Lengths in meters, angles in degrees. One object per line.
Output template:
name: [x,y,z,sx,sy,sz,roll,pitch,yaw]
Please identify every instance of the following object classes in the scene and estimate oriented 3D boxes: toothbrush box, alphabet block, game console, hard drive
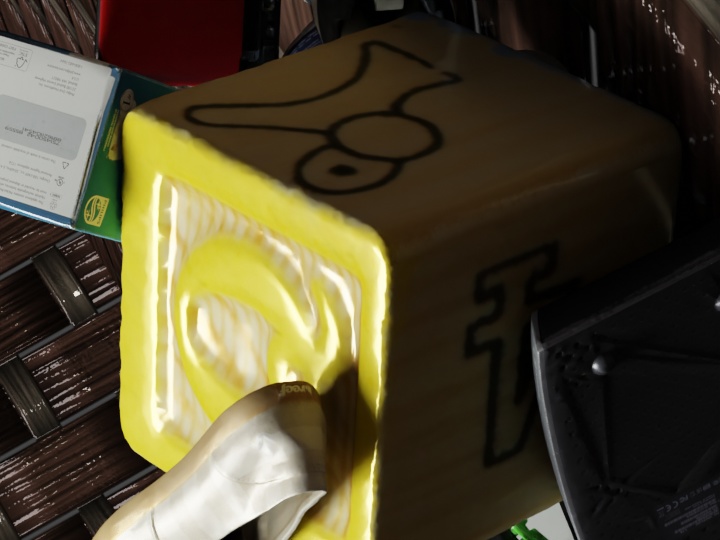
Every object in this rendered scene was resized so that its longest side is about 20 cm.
toothbrush box: [-0.143,-0.065,1.502,0.146,0.085,0.200,18,-178,25]
alphabet block: [0.017,0.009,1.429,0.195,0.200,0.196,27,126,41]
game console: [-0.106,-0.208,1.701,0.172,0.119,0.200,-160,74,-75]
hard drive: [0.150,0.070,1.396,0.042,0.135,0.200,55,168,46]

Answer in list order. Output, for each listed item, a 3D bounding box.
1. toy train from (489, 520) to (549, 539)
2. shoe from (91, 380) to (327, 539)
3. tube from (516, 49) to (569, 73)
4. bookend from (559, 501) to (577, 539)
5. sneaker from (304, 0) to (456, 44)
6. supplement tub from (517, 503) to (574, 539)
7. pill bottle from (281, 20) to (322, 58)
toy train: [0.062,0.133,1.569,0.200,0.042,0.056,42,-173,-30]
shoe: [-0.072,0.122,1.369,0.200,0.070,0.053,-48,61,46]
tube: [0.093,-0.053,1.588,0.200,0.052,0.058,76,-165,-69]
bookend: [0.189,0.148,1.545,0.199,0.092,0.200,38,154,62]
sneaker: [0.002,-0.147,1.595,0.199,0.079,0.130,123,141,-68]
supplement tub: [0.116,0.164,1.749,0.144,0.144,0.200,55,175,30]
pill bottle: [0.005,-0.088,1.690,0.200,0.111,0.111,-106,-9,-68]
